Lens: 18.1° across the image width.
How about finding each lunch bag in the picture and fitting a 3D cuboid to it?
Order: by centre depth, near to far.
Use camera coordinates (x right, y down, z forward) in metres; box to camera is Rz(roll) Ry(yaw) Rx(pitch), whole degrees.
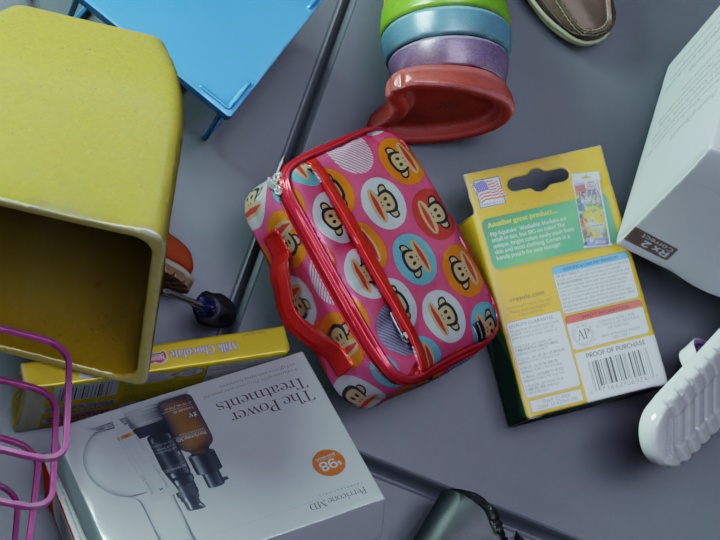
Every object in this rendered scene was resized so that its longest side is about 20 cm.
[{"bbox_3d":[0.000,0.000,1.732,0.176,0.082,0.201,-25,84,-46],"label":"lunch bag"}]

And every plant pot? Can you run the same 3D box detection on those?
[{"bbox_3d":[-0.216,-0.070,1.601,0.194,0.195,0.201,14,56,-1],"label":"plant pot"}]

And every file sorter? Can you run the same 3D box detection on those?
[{"bbox_3d":[-0.285,0.147,1.579,0.125,0.201,0.139,15,34,-16],"label":"file sorter"},{"bbox_3d":[-0.150,-0.216,1.750,0.200,0.123,0.139,39,71,-4],"label":"file sorter"}]

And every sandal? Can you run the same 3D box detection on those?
[{"bbox_3d":[0.276,0.087,1.815,0.202,0.050,0.083,-30,116,-42],"label":"sandal"}]

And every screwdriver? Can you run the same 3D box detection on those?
[{"bbox_3d":[-0.125,0.022,1.672,0.029,0.200,0.028,40,91,15],"label":"screwdriver"}]

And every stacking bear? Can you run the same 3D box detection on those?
[{"bbox_3d":[0.063,-0.216,1.817,0.113,0.122,0.201,1,70,-12],"label":"stacking bear"}]

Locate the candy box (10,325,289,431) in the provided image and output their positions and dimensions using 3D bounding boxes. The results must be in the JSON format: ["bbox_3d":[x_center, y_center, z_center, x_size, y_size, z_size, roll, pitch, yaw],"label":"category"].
[{"bbox_3d":[-0.158,0.081,1.694,0.199,0.102,0.027,-8,72,-16],"label":"candy box"}]

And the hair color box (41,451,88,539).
[{"bbox_3d":[-0.125,0.167,1.683,0.199,0.064,0.111,-16,51,-16],"label":"hair color box"}]

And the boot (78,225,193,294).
[{"bbox_3d":[-0.195,-0.066,1.735,0.200,0.075,0.107,36,67,-3],"label":"boot"}]

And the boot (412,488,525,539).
[{"bbox_3d":[0.026,0.232,1.723,0.200,0.076,0.169,36,72,-6],"label":"boot"}]

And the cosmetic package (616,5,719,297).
[{"bbox_3d":[0.328,-0.098,1.802,0.164,0.165,0.201,25,56,-8],"label":"cosmetic package"}]

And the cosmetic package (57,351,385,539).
[{"bbox_3d":[-0.102,0.152,1.622,0.199,0.052,0.151,-17,52,-19],"label":"cosmetic package"}]

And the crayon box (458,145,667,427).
[{"bbox_3d":[0.157,0.012,1.817,0.125,0.052,0.201,-12,82,-17],"label":"crayon box"}]

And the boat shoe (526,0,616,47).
[{"bbox_3d":[0.156,-0.283,1.868,0.074,0.075,0.203,-25,85,-18],"label":"boat shoe"}]
